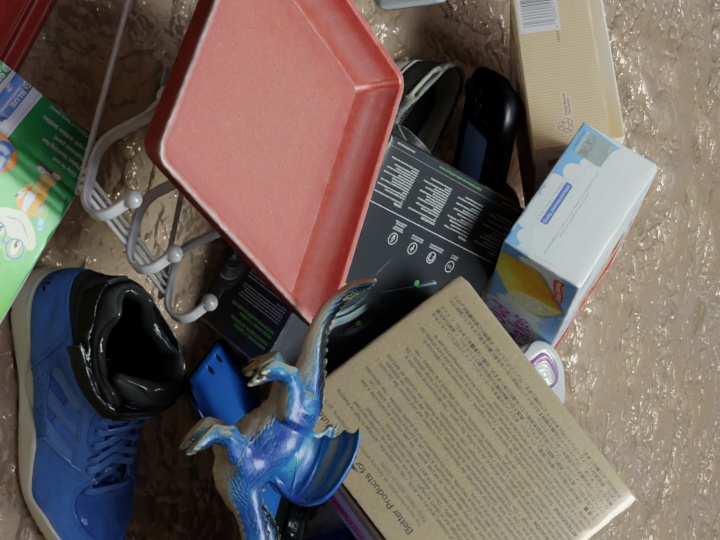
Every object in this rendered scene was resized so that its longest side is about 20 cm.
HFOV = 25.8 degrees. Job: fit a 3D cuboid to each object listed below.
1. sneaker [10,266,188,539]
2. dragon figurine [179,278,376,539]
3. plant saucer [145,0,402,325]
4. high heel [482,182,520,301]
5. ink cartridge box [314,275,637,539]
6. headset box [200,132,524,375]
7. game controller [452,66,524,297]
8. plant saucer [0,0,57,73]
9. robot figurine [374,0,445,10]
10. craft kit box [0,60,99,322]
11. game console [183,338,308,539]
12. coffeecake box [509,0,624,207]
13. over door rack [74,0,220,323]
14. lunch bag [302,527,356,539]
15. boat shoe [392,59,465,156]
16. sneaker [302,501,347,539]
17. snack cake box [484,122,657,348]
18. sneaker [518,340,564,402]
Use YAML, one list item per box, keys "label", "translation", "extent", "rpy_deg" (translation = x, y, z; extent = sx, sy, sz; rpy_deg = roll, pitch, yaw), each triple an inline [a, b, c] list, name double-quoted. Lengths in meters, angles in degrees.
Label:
- label: "sneaker"
  translation: [-0.161, 0.098, 1.007]
  extent: [0.076, 0.111, 0.202]
  rpy_deg: [-13, 101, -47]
- label: "dragon figurine"
  translation: [-0.038, 0.103, 0.935]
  extent: [0.099, 0.059, 0.200]
  rpy_deg: [43, 79, -11]
- label: "plant saucer"
  translation: [-0.053, -0.095, 0.958]
  extent: [0.200, 0.036, 0.202]
  rpy_deg: [49, 48, -47]
- label: "high heel"
  translation: [0.112, 0.020, 1.341]
  extent: [0.096, 0.067, 0.202]
  rpy_deg: [34, 61, -54]
- label: "ink cartridge box"
  translation: [0.064, 0.134, 1.085]
  extent: [0.164, 0.075, 0.201]
  rpy_deg: [-35, 82, -16]
- label: "headset box"
  translation: [0.000, 0.000, 1.157]
  extent: [0.173, 0.093, 0.201]
  rpy_deg: [23, 98, -46]
- label: "game controller"
  translation: [0.092, -0.060, 1.270]
  extent: [0.104, 0.042, 0.202]
  rpy_deg: [-97, -164, -70]
- label: "plant saucer"
  translation: [-0.255, -0.203, 0.948]
  extent: [0.200, 0.036, 0.201]
  rpy_deg: [43, 60, -40]
- label: "robot figurine"
  translation: [0.035, -0.307, 1.215]
  extent: [0.169, 0.112, 0.202]
  rpy_deg: [-30, 114, -61]
- label: "craft kit box"
  translation: [-0.269, -0.045, 0.901]
  extent: [0.200, 0.048, 0.199]
  rpy_deg: [40, 76, -43]
- label: "game console"
  translation: [-0.099, 0.160, 1.060]
  extent: [0.172, 0.118, 0.200]
  rpy_deg: [-59, -179, 6]
- label: "coffeecake box"
  translation: [0.166, -0.133, 1.298]
  extent: [0.200, 0.072, 0.155]
  rpy_deg: [75, 8, -70]
- label: "over door rack"
  translation: [-0.122, -0.089, 0.995]
  extent: [0.148, 0.066, 0.202]
  rpy_deg: [63, 20, -58]
- label: "lunch bag"
  translation: [0.049, 0.252, 1.161]
  extent: [0.094, 0.198, 0.152]
  rpy_deg: [-105, 172, -67]
- label: "boat shoe"
  translation: [0.023, -0.091, 1.245]
  extent: [0.071, 0.063, 0.201]
  rpy_deg: [48, 57, -38]
- label: "sneaker"
  translation: [0.037, 0.170, 1.191]
  extent: [0.081, 0.200, 0.076]
  rpy_deg: [48, 19, 9]
- label: "snack cake box"
  translation: [0.155, -0.014, 1.208]
  extent: [0.115, 0.067, 0.200]
  rpy_deg: [-55, 170, -18]
- label: "sneaker"
  translation: [0.097, 0.124, 1.270]
  extent: [0.074, 0.100, 0.201]
  rpy_deg: [10, 126, -23]
